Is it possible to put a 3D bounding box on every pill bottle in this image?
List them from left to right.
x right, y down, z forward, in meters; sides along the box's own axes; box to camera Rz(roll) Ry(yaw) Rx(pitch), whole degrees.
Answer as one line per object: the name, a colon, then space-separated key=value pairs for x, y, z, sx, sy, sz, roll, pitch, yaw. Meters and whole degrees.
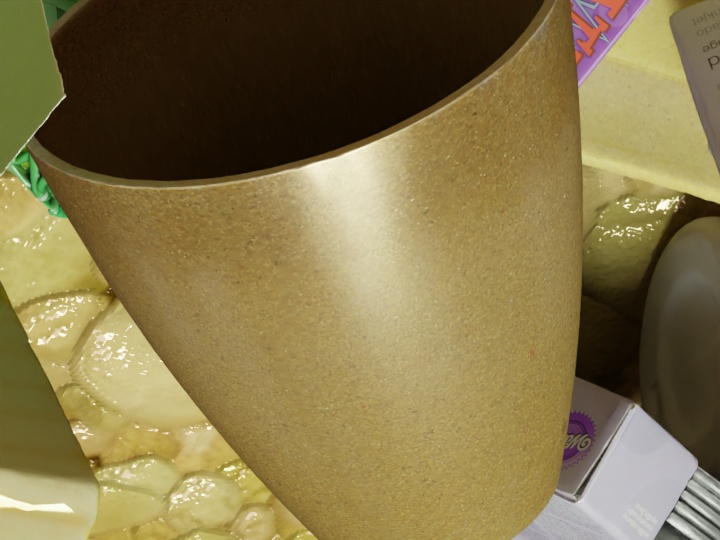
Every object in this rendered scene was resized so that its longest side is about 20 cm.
pill bottle: x=0.230 y=0.040 z=1.155 sx=0.199 sy=0.120 sz=0.120 roll=3 pitch=135 yaw=-16

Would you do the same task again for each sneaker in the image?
sneaker: x=-0.106 y=-0.061 z=0.982 sx=0.199 sy=0.084 sz=0.074 roll=11 pitch=160 yaw=-23

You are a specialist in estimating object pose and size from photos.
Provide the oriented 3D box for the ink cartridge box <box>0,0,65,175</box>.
ink cartridge box: x=-0.162 y=-0.086 z=0.863 sx=0.048 sy=0.200 sz=0.146 roll=20 pitch=129 yaw=-33

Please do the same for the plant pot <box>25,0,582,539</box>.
plant pot: x=0.000 y=0.000 z=0.929 sx=0.186 sy=0.187 sz=0.200 roll=-15 pitch=122 yaw=3

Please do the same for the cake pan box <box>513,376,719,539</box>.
cake pan box: x=0.082 y=0.089 z=1.126 sx=0.184 sy=0.200 sz=0.052 roll=39 pitch=78 yaw=-41

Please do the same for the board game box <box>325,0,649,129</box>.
board game box: x=0.053 y=-0.128 z=0.949 sx=0.120 sy=0.032 sz=0.200 roll=38 pitch=126 yaw=0

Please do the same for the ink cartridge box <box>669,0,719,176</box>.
ink cartridge box: x=0.206 y=-0.023 z=0.950 sx=0.145 sy=0.200 sz=0.084 roll=-20 pitch=138 yaw=7

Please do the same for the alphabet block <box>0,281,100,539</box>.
alphabet block: x=-0.239 y=0.089 z=0.981 sx=0.199 sy=0.195 sz=0.197 roll=11 pitch=118 yaw=-32

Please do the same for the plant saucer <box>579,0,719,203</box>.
plant saucer: x=0.149 y=-0.118 z=1.020 sx=0.199 sy=0.049 sz=0.200 roll=14 pitch=131 yaw=-27
